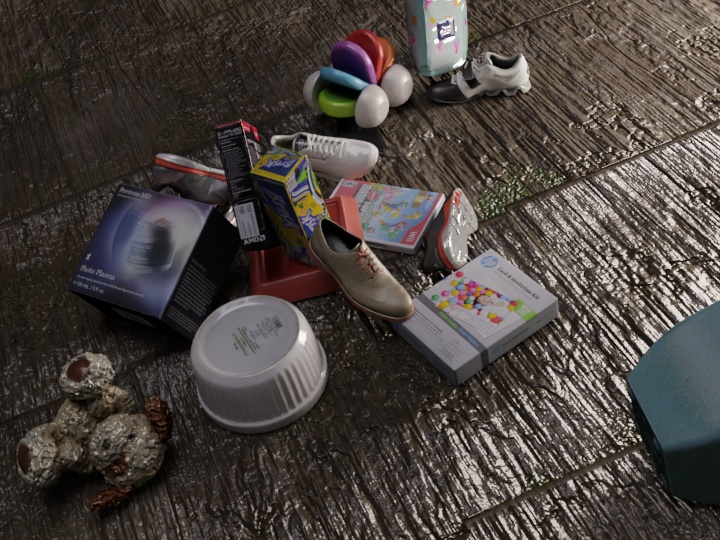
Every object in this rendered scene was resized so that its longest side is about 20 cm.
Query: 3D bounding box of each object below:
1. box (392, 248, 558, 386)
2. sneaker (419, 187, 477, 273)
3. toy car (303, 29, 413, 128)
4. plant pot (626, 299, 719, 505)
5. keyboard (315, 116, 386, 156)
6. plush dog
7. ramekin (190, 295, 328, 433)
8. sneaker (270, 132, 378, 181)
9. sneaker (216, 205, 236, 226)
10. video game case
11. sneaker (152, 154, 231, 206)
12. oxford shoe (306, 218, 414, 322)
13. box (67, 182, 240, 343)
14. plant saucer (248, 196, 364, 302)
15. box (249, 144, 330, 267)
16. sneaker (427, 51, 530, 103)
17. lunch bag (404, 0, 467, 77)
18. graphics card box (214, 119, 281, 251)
[{"bbox_3d":[0.171,0.066,1.452,0.200,0.041,0.156,-31,46,-19],"label":"box"},{"bbox_3d":[0.133,-0.065,1.574,0.082,0.077,0.200,-24,23,29],"label":"sneaker"},{"bbox_3d":[-0.006,-0.376,1.850,0.175,0.150,0.200,24,50,28],"label":"toy car"},{"bbox_3d":[0.440,0.169,1.176,0.199,0.196,0.197,-21,43,5],"label":"plant pot"},{"bbox_3d":[-0.028,-0.268,1.862,0.127,0.021,0.200,-10,42,-5],"label":"keyboard"},{"bbox_3d":[-0.352,0.238,1.362,0.171,0.160,0.200,29,85,20],"label":"plush dog"},{"bbox_3d":[-0.154,0.128,1.423,0.199,0.105,0.201,-7,43,7],"label":"ramekin"},{"bbox_3d":[-0.066,-0.212,1.755,0.199,0.081,0.077,2,66,21],"label":"sneaker"},{"bbox_3d":[-0.262,-0.069,1.674,0.080,0.075,0.200,2,46,15],"label":"sneaker"},{"bbox_3d":[0.028,-0.096,1.671,0.199,0.017,0.143,11,48,24],"label":"video game case"},{"bbox_3d":[-0.257,-0.131,1.633,0.199,0.082,0.077,18,-3,-17],"label":"sneaker"},{"bbox_3d":[0.000,0.000,1.448,0.200,0.075,0.070,37,60,12],"label":"oxford shoe"},{"bbox_3d":[-0.327,-0.015,1.555,0.199,0.123,0.199,14,72,26],"label":"box"},{"bbox_3d":[-0.094,-0.041,1.614,0.199,0.037,0.200,-14,48,4],"label":"plant saucer"},{"bbox_3d":[-0.100,-0.097,1.503,0.070,0.200,0.064,19,58,29],"label":"box"},{"bbox_3d":[0.223,-0.379,1.864,0.199,0.089,0.074,-9,45,7],"label":"sneaker"},{"bbox_3d":[0.147,-0.484,1.901,0.121,0.171,0.200,2,27,15],"label":"lunch bag"},{"bbox_3d":[-0.175,-0.131,1.542,0.051,0.201,0.125,-14,1,5],"label":"graphics card box"}]
